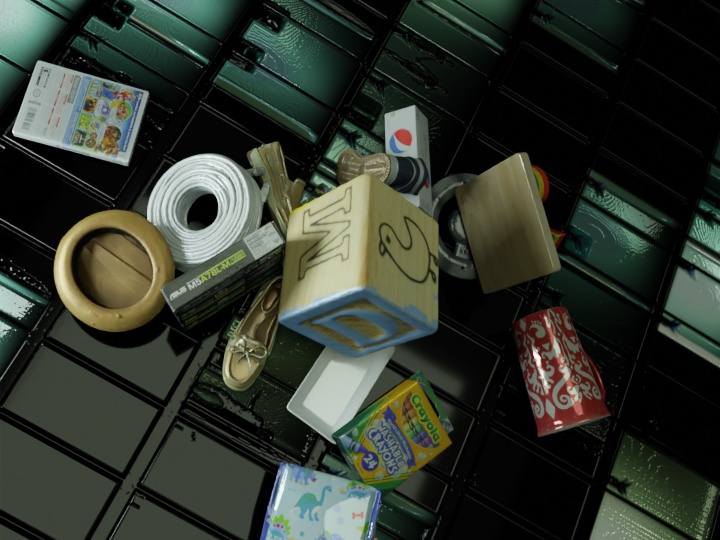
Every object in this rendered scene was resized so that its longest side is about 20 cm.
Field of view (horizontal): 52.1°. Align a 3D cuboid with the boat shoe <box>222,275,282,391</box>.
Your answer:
[{"bbox_3d":[-0.176,0.101,1.234,0.072,0.063,0.203,21,70,-7],"label":"boat shoe"}]

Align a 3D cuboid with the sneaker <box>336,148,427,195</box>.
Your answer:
[{"bbox_3d":[0.040,-0.175,1.319,0.107,0.199,0.072,4,96,-31],"label":"sneaker"}]

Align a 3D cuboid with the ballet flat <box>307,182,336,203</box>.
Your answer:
[{"bbox_3d":[0.002,-0.103,1.330,0.197,0.074,0.076,23,70,-12],"label":"ballet flat"}]

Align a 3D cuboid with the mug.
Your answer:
[{"bbox_3d":[0.355,0.183,1.332,0.131,0.177,0.204,-22,73,18],"label":"mug"}]

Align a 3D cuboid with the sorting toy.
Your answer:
[{"bbox_3d":[0.271,-0.081,1.291,0.068,0.198,0.204,-12,84,-28],"label":"sorting toy"}]

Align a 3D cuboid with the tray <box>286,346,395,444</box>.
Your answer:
[{"bbox_3d":[-0.032,0.185,1.268,0.107,0.022,0.201,35,69,-1],"label":"tray"}]

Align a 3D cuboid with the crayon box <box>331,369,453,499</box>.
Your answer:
[{"bbox_3d":[0.066,0.274,1.239,0.198,0.051,0.127,-33,96,-21],"label":"crayon box"}]

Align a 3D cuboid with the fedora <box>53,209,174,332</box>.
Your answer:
[{"bbox_3d":[-0.390,0.004,1.191,0.196,0.082,0.205,0,78,-2],"label":"fedora"}]

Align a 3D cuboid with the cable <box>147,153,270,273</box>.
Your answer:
[{"bbox_3d":[-0.260,-0.095,1.231,0.196,0.069,0.204,5,76,15],"label":"cable"}]

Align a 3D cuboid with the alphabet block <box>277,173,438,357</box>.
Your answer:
[{"bbox_3d":[0.000,0.000,1.189,0.194,0.194,0.204,30,52,-41],"label":"alphabet block"}]

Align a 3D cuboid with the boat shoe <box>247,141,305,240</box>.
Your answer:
[{"bbox_3d":[-0.130,-0.135,1.293,0.075,0.072,0.203,-24,81,0],"label":"boat shoe"}]

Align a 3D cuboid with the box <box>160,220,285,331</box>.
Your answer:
[{"bbox_3d":[-0.213,0.014,1.172,0.198,0.193,0.048,-33,85,-13],"label":"box"}]

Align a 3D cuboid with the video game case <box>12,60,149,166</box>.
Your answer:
[{"bbox_3d":[-0.486,-0.275,1.290,0.196,0.018,0.146,14,71,-10],"label":"video game case"}]

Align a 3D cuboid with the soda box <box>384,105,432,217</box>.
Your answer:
[{"bbox_3d":[0.089,-0.198,1.374,0.067,0.063,0.204,-9,72,27],"label":"soda box"}]

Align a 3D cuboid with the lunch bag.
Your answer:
[{"bbox_3d":[-0.066,0.418,1.119,0.166,0.128,0.203,12,65,7],"label":"lunch bag"}]

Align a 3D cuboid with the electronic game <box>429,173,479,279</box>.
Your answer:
[{"bbox_3d":[0.202,-0.084,1.394,0.195,0.042,0.205,2,81,-10],"label":"electronic game"}]
